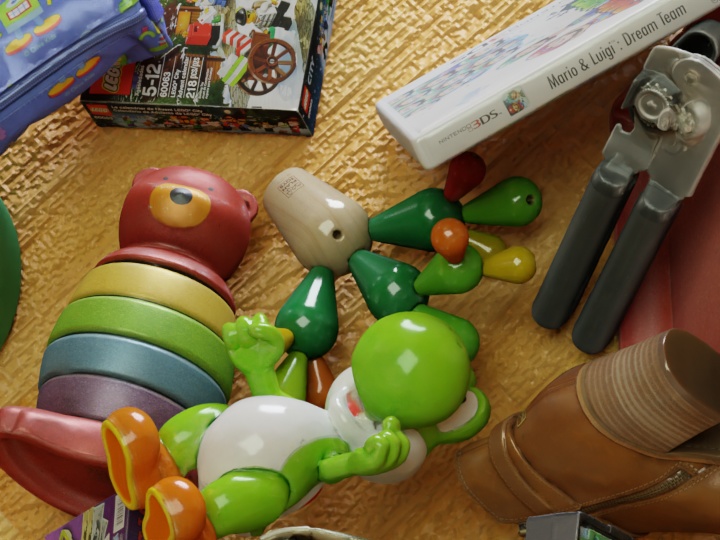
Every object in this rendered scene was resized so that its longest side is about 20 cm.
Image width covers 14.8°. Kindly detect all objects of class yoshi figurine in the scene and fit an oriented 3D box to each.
[{"bbox_3d":[-0.024,0.072,1.408,0.199,0.112,0.113,-18,93,-21],"label":"yoshi figurine"}]

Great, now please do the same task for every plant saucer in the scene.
[{"bbox_3d":[0.190,-0.037,1.465,0.037,0.200,0.201,7,66,-18],"label":"plant saucer"}]

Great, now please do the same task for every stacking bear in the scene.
[{"bbox_3d":[-0.116,0.032,1.536,0.121,0.114,0.201,12,64,10],"label":"stacking bear"}]

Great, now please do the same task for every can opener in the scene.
[{"bbox_3d":[0.151,-0.045,1.478,0.053,0.200,0.067,31,42,10],"label":"can opener"}]

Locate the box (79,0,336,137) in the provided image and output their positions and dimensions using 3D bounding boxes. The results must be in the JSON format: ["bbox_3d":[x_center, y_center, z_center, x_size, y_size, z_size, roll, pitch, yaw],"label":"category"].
[{"bbox_3d":[-0.081,-0.179,1.657,0.136,0.038,0.201,3,68,15],"label":"box"}]

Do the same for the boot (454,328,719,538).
[{"bbox_3d":[0.161,0.116,1.444,0.155,0.200,0.074,-32,27,37],"label":"boot"}]

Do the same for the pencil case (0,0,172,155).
[{"bbox_3d":[-0.200,-0.110,1.584,0.200,0.078,0.087,-35,33,-6],"label":"pencil case"}]

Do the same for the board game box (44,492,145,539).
[{"bbox_3d":[-0.143,0.224,1.463,0.032,0.120,0.201,16,65,-29],"label":"board game box"}]

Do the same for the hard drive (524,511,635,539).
[{"bbox_3d":[0.142,0.212,1.351,0.038,0.200,0.140,-10,63,37],"label":"hard drive"}]

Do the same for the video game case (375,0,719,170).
[{"bbox_3d":[0.099,-0.118,1.514,0.182,0.200,0.024,-29,101,0],"label":"video game case"}]

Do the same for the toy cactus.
[{"bbox_3d":[0.000,0.000,1.532,0.200,0.102,0.165,-47,55,1],"label":"toy cactus"}]

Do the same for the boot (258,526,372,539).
[{"bbox_3d":[-0.048,0.183,1.429,0.199,0.155,0.072,-2,67,13],"label":"boot"}]

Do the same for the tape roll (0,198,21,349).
[{"bbox_3d":[-0.300,0.005,1.625,0.200,0.048,0.201,-5,67,11],"label":"tape roll"}]
